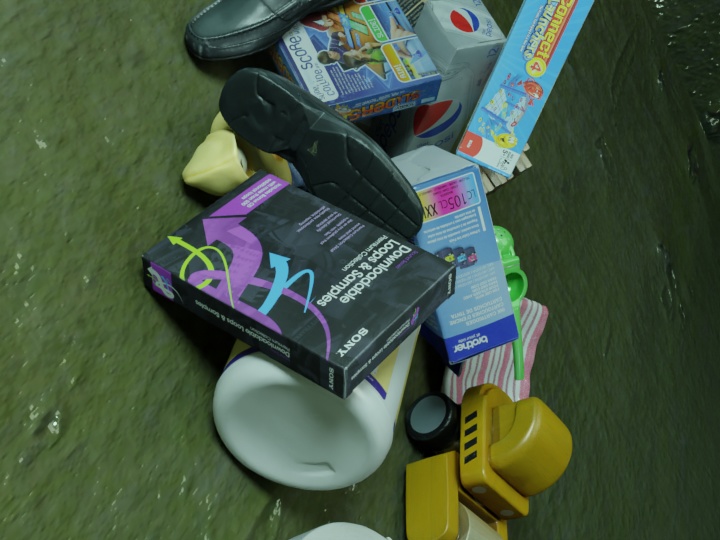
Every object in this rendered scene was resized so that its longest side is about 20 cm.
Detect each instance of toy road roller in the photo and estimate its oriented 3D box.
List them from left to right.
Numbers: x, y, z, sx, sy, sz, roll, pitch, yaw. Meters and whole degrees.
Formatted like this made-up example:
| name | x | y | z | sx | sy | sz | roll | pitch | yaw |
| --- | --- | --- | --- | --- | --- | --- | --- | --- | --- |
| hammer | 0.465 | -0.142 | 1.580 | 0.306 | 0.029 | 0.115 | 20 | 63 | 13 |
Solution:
| name | x | y | z | sx | sy | sz | roll | pitch | yaw |
| --- | --- | --- | --- | --- | --- | --- | --- | --- | --- |
| toy road roller | 0.132 | 0.207 | 1.103 | 0.123 | 0.145 | 0.201 | 43 | 39 | -39 |

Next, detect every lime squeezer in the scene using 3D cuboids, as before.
| name | x | y | z | sx | sy | sz | roll | pitch | yaw |
| --- | --- | --- | --- | --- | --- | --- | --- | --- | --- |
| lime squeezer | 0.127 | 0.004 | 1.058 | 0.038 | 0.071 | 0.201 | -10 | 72 | -40 |

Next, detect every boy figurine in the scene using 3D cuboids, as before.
| name | x | y | z | sx | sy | sz | roll | pitch | yaw |
| --- | --- | --- | --- | --- | --- | --- | --- | --- | --- |
| boy figurine | -0.091 | -0.105 | 0.995 | 0.200 | 0.064 | 0.125 | -13 | 87 | -64 |

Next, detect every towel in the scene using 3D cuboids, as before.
| name | x | y | z | sx | sy | sz | roll | pitch | yaw |
| --- | --- | --- | --- | --- | --- | --- | --- | --- | --- |
| towel | 0.158 | 0.097 | 1.271 | 0.200 | 0.030 | 0.147 | 16 | 85 | -56 |

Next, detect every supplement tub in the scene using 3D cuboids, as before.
| name | x | y | z | sx | sy | sz | roll | pitch | yaw |
| --- | --- | --- | --- | --- | --- | --- | --- | --- | --- |
| supplement tub | -0.028 | 0.063 | 0.915 | 0.146 | 0.145 | 0.200 | 54 | 33 | -28 |

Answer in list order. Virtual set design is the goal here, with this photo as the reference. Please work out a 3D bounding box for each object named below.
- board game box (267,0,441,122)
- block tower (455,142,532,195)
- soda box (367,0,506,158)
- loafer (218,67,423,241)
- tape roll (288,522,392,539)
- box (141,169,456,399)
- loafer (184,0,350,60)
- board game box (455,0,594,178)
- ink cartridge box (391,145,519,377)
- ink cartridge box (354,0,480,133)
| name | x | y | z | sx | sy | sz | roll | pitch | yaw |
| --- | --- | --- | --- | --- | --- | --- | --- | --- | --- |
| board game box | -0.024 | -0.231 | 1.067 | 0.035 | 0.135 | 0.201 | 103 | -33 | -56 |
| block tower | 0.095 | -0.087 | 1.158 | 0.200 | 0.058 | 0.054 | -32 | 86 | -29 |
| soda box | 0.074 | -0.182 | 1.122 | 0.063 | 0.200 | 0.068 | -15 | 63 | -27 |
| loafer | -0.024 | -0.102 | 0.929 | 0.200 | 0.073 | 0.072 | 42 | 22 | -2 |
| tape roll | -0.007 | 0.304 | 0.886 | 0.202 | 0.037 | 0.204 | 32 | 43 | -35 |
| box | -0.047 | 0.003 | 0.846 | 0.143 | 0.199 | 0.036 | -41 | 148 | -38 |
| loafer | -0.074 | -0.258 | 1.012 | 0.068 | 0.200 | 0.071 | 49 | -21 | 27 |
| board game box | 0.168 | -0.208 | 1.055 | 0.056 | 0.197 | 0.200 | 25 | 23 | 4 |
| ink cartridge box | 0.079 | -0.004 | 1.030 | 0.136 | 0.076 | 0.201 | -135 | -153 | -70 |
| ink cartridge box | 0.060 | -0.222 | 1.208 | 0.200 | 0.165 | 0.075 | 11 | 46 | -57 |
